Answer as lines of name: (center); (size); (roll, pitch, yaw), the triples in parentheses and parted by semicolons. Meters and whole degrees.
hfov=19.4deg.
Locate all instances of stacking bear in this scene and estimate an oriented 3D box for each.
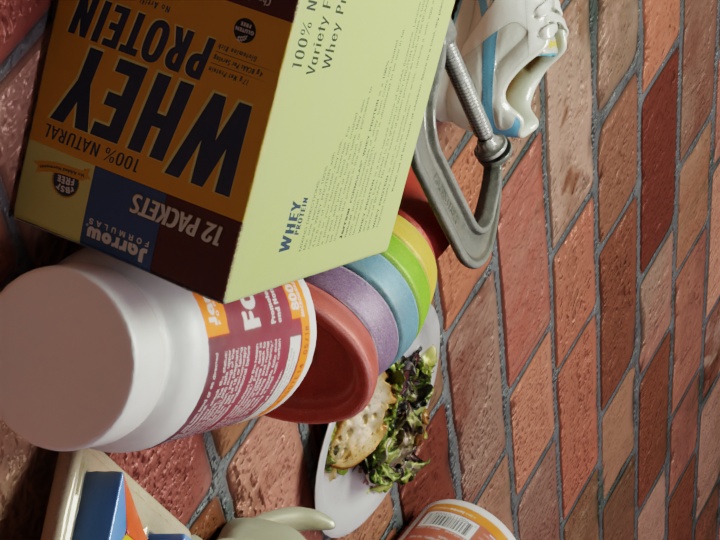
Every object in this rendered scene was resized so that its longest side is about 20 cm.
stacking bear: (0.000, 0.000, 1.421); (0.200, 0.114, 0.122); (-54, 154, -44)

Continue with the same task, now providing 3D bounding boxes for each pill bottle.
pill bottle: (-0.115, 0.039, 1.165); (0.200, 0.114, 0.114); (-9, 118, -66)
pill bottle: (0.048, 0.292, 1.778); (0.200, 0.112, 0.112); (-45, 148, -45)

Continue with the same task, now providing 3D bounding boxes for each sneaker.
sneaker: (0.116, -0.196, 1.548); (0.077, 0.081, 0.200); (-10, 117, -63)

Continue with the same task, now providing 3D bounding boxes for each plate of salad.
plate of salad: (0.023, 0.119, 1.652); (0.200, 0.048, 0.200); (-49, 150, -42)

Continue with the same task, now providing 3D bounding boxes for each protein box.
protein box: (-0.060, -0.109, 1.136); (0.200, 0.135, 0.199); (-20, 128, -63)

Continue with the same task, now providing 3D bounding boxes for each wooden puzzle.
wooden puzzle: (-0.141, 0.210, 1.252); (0.200, 0.046, 0.185); (61, 32, -57)

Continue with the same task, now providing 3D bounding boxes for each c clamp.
c clamp: (0.069, -0.107, 1.438); (0.200, 0.027, 0.171); (66, 29, -42)

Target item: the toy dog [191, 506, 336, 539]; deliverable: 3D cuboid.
toy dog: (-0.031, 0.261, 1.445); (0.194, 0.200, 0.140); (-41, 145, -50)
